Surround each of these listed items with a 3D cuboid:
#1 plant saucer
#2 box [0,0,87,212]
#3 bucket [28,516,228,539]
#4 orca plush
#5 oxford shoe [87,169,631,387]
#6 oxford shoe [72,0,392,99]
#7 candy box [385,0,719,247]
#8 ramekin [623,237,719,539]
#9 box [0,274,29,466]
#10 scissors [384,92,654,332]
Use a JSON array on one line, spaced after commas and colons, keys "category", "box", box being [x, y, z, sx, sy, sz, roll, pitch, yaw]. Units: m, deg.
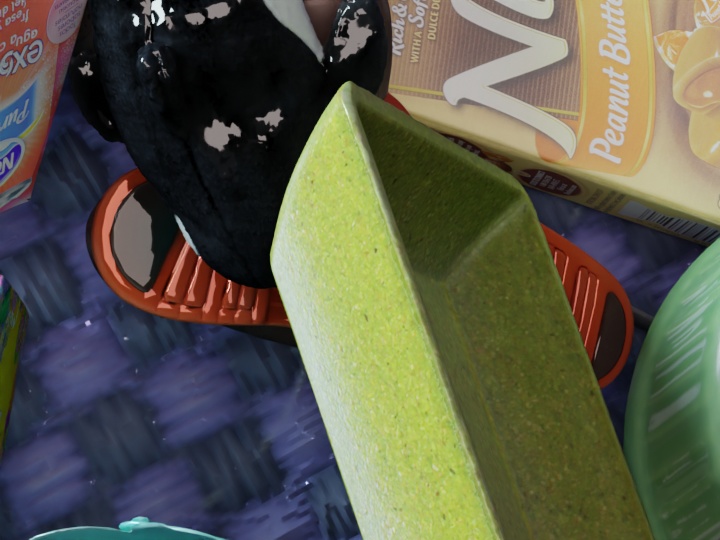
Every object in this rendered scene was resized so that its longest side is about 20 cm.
[{"category": "plant saucer", "box": [0.037, 0.057, 0.780, 0.048, 0.200, 0.200, -22, 77, 15]}, {"category": "box", "box": [-0.203, -0.098, 0.862, 0.200, 0.095, 0.103, 30, 119, 20]}, {"category": "bucket", "box": [-0.053, 0.183, 0.789, 0.207, 0.135, 0.207, -2, 81, 12]}, {"category": "orca plush", "box": [-0.045, -0.080, 0.797, 0.105, 0.071, 0.200, 7, 114, 5]}, {"category": "oxford shoe", "box": [0.000, 0.000, 0.919, 0.200, 0.073, 0.071, 16, 87, -12]}, {"category": "oxford shoe", "box": [-0.078, -0.085, 0.900, 0.071, 0.200, 0.073, -40, 124, -45]}, {"category": "candy box", "box": [0.078, -0.090, 0.948, 0.200, 0.055, 0.116, 19, 81, -2]}, {"category": "ramekin", "box": [0.194, 0.053, 0.850, 0.200, 0.098, 0.200, 1, 75, -4]}, {"category": "box", "box": [-0.229, 0.089, 0.871, 0.192, 0.122, 0.200, 9, 82, -2]}, {"category": "scissors", "box": [0.045, -0.007, 0.953, 0.200, 0.073, 0.014, 34, 46, -21]}]
